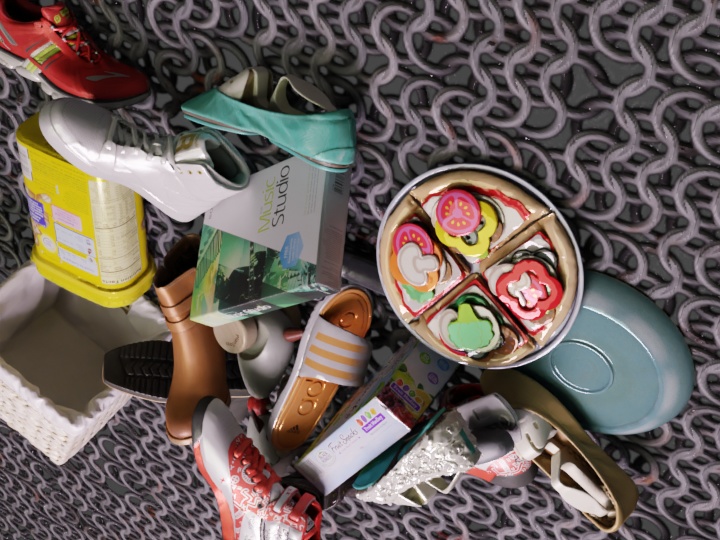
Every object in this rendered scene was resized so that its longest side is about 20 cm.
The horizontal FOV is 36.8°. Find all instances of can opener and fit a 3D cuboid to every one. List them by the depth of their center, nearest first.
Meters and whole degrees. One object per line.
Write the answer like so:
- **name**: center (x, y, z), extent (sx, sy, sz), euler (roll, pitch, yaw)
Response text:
- **can opener**: center (0.082, 0.168, 1.069), extent (0.200, 0.066, 0.053), euler (-30, 88, 53)
- **can opener**: center (0.000, 0.000, 1.082), extent (0.200, 0.063, 0.079), euler (16, 108, 13)

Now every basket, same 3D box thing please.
- **basket**: center (-0.373, 0.105, 1.356), extent (0.198, 0.200, 0.161), euler (38, 142, 3)

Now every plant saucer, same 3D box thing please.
- **plant saucer**: center (0.211, 0.085, 1.017), extent (0.200, 0.027, 0.200), euler (22, 137, 22)

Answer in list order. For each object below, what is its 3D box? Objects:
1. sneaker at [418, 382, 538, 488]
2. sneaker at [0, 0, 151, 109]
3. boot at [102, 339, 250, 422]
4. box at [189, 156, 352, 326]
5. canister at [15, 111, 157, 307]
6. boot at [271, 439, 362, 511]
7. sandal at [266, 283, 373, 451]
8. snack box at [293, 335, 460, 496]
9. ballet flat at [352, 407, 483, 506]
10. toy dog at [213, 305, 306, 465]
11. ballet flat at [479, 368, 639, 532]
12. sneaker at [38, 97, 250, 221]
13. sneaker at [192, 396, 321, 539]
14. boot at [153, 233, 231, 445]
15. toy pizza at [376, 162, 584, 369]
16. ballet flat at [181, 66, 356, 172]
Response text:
- **sneaker**: center (0.088, 0.166, 1.157), extent (0.201, 0.067, 0.108), euler (4, 127, 31)
- **sneaker**: center (-0.301, -0.227, 1.096), extent (0.200, 0.077, 0.085), euler (26, 128, 12)
- **boot**: center (-0.216, 0.152, 1.311), extent (0.200, 0.078, 0.138), euler (7, 147, -16)
- **box**: center (-0.090, -0.031, 1.060), extent (0.036, 0.145, 0.200), euler (21, 154, -37)
- **canister**: center (-0.313, -0.071, 1.235), extent (0.148, 0.087, 0.200), euler (24, 136, 19)
- **boot**: center (-0.075, 0.248, 1.270), extent (0.200, 0.174, 0.069), euler (-10, 88, 36)
- **sandal**: center (-0.030, 0.114, 1.133), extent (0.059, 0.079, 0.207), euler (41, 114, 46)
- **snack box**: center (0.023, 0.139, 1.121), extent (0.053, 0.142, 0.200), euler (42, 140, -1)
- **ballet flat**: center (0.053, 0.191, 1.019), extent (0.072, 0.072, 0.200), euler (40, 147, 0)
- **toy dog**: center (-0.089, 0.120, 1.193), extent (0.096, 0.132, 0.200), euler (10, 132, 40)
- **ballet flat**: center (0.189, 0.173, 1.044), extent (0.200, 0.063, 0.069), euler (41, 133, -1)
- **sneaker**: center (-0.200, -0.124, 1.051), extent (0.115, 0.074, 0.200), euler (-20, 144, 40)
- **sneaker**: center (-0.101, 0.222, 1.130), extent (0.108, 0.067, 0.202), euler (-6, 104, 26)
- **boot**: center (-0.184, 0.073, 1.182), extent (0.077, 0.200, 0.155), euler (4, 137, 19)
- **toy pizza**: center (0.102, 0.002, 0.979), extent (0.200, 0.032, 0.200), euler (11, 116, 23)
- **ballet flat**: center (-0.082, -0.151, 1.004), extent (0.200, 0.067, 0.071), euler (22, 109, 31)
